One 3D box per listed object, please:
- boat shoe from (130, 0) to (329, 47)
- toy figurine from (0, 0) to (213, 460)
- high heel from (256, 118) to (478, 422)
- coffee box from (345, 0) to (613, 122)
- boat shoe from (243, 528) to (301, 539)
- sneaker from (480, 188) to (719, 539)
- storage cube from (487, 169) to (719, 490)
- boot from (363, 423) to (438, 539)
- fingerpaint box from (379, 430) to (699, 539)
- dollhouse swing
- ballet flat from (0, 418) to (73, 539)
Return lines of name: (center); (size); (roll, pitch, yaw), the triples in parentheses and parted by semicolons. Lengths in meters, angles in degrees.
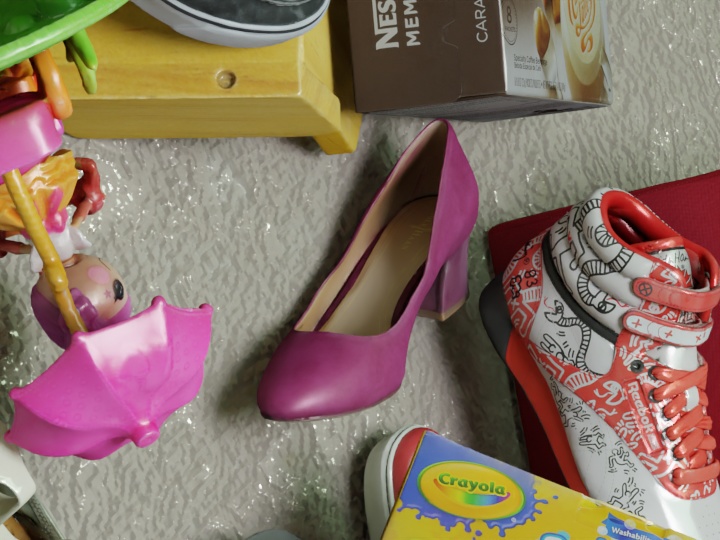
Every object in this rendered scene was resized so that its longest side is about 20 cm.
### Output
boat shoe: (-0.078, -0.156, 1.093); (0.199, 0.068, 0.074); (33, 62, -33)
toy figurine: (-0.132, -0.013, 1.077); (0.150, 0.200, 0.184); (-23, 105, -8)
high heel: (0.000, 0.000, 1.272); (0.200, 0.067, 0.096); (-45, 135, -58)
coffee box: (0.062, -0.136, 1.321); (0.200, 0.080, 0.115); (-3, 88, -70)
boat shoe: (-0.074, 0.191, 1.163); (0.074, 0.065, 0.202); (46, 43, -12)
sneaker: (0.144, 0.057, 1.286); (0.067, 0.108, 0.202); (-6, 58, -47)
storage cube: (0.199, 0.042, 1.405); (0.171, 0.180, 0.201); (-6, 85, -48)
boot: (0.093, 0.158, 1.284); (0.072, 0.144, 0.200); (-37, 106, -46)
fingerpaint box: (0.088, 0.189, 1.178); (0.200, 0.073, 0.167); (21, 56, 2)
dollhouse swing: (-0.084, -0.154, 1.259); (0.181, 0.176, 0.201); (-1, 78, -6)
ballet flat: (-0.150, 0.112, 1.091); (0.067, 0.064, 0.200); (-45, 113, -45)
